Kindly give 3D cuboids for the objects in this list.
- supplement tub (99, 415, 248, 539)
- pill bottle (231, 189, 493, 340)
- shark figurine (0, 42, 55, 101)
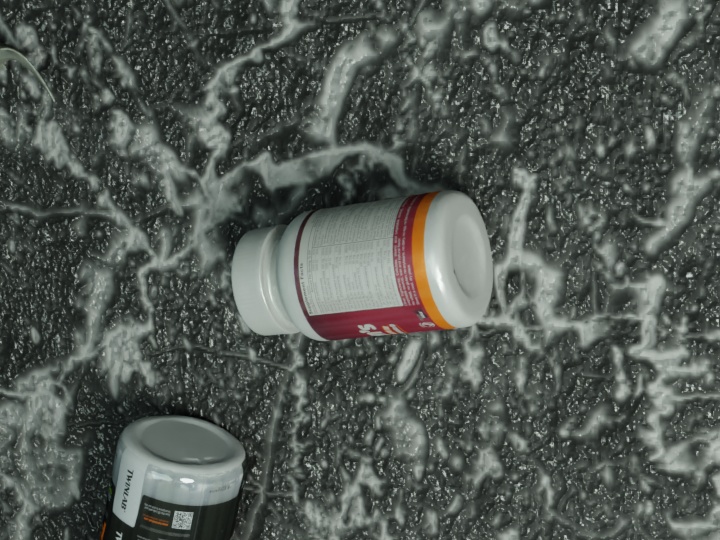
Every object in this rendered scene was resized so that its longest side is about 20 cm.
[{"bbox_3d":[-0.179,0.247,1.253,0.121,0.122,0.203,21,108,22],"label":"supplement tub"},{"bbox_3d":[0.000,0.000,1.117,0.198,0.109,0.111,-7,97,29],"label":"pill bottle"},{"bbox_3d":[-0.389,-0.173,1.321,0.212,0.129,0.090,-17,119,12],"label":"shark figurine"}]
